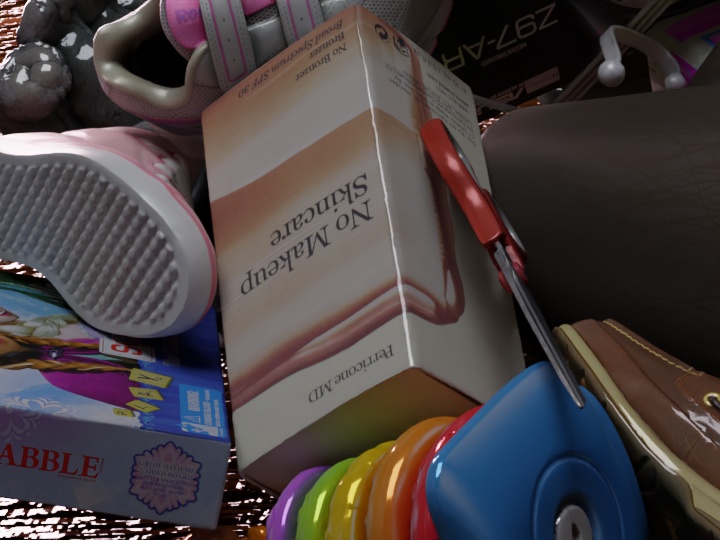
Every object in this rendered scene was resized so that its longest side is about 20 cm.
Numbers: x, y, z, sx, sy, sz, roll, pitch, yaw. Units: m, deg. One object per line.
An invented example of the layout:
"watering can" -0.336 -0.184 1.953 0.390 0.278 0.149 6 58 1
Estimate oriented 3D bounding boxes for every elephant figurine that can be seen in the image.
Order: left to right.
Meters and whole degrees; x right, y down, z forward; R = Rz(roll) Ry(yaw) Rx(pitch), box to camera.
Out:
"elephant figurine" -0.088 -0.076 1.351 0.199 0.155 0.142 22 74 11

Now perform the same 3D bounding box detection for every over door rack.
"over door rack" 0.093 -0.121 1.217 0.148 0.200 0.067 -47 46 23

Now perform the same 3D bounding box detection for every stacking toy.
"stacking toy" 0.004 0.112 0.990 0.199 0.116 0.110 -11 17 38

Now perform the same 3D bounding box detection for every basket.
"basket" 0.146 -0.011 1.100 0.200 0.136 0.181 5 63 44

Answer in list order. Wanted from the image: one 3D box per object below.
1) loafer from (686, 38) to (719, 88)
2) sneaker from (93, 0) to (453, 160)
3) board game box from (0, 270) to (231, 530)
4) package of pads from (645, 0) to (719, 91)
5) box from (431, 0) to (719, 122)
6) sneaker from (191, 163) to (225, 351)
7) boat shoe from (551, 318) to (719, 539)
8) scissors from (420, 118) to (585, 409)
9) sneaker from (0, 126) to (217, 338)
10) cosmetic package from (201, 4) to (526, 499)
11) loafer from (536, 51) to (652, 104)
"loafer" 0.243 -0.064 1.160 0.199 0.072 0.073 18 15 10
"sneaker" -0.042 -0.112 1.149 0.200 0.082 0.088 -30 -23 31
"board game box" -0.158 0.044 1.075 0.199 0.041 0.200 9 14 -8
"package of pads" 0.267 -0.107 1.295 0.199 0.068 0.155 -20 27 -11
"box" 0.111 -0.160 1.294 0.199 0.160 0.044 -24 62 -2
"sneaker" -0.030 -0.034 1.269 0.200 0.091 0.066 -28 31 -25
"boat shoe" 0.140 0.079 0.989 0.067 0.072 0.200 -23 38 -14
"scissors" 0.052 -0.007 0.987 0.014 0.073 0.200 -30 19 7
"sneaker" -0.100 -0.024 1.146 0.104 0.076 0.200 -6 16 -37
"cosmetic package" 0.000 0.000 1.081 0.103 0.087 0.201 -33 46 26
"loafer" 0.189 -0.142 1.396 0.199 0.070 0.075 -16 27 -5
